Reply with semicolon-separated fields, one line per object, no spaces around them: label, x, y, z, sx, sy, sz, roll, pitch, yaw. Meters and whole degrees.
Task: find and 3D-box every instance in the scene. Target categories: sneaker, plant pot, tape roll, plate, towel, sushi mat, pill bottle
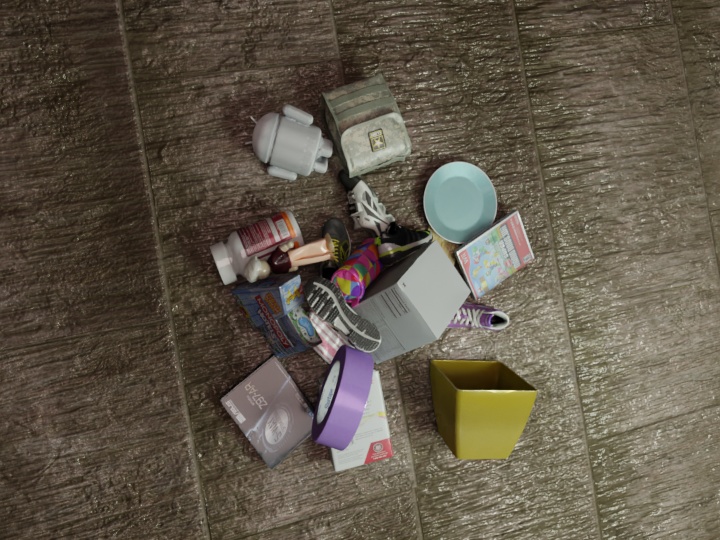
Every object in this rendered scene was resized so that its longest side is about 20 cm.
sneaker;0.265;0.109;1.341;0.195;0.114;0.075;3;89;-11
plant pot;0.275;0.331;1.305;0.194;0.200;0.182;3;99;-12
tape roll;-0.039;0.261;1.142;0.064;0.200;0.205;20;85;-10
sneaker;0.103;-0.081;1.290;0.199;0.071;0.085;-27;95;-51
plate;0.246;-0.168;1.376;0.195;0.026;0.206;0;88;-12
towel;-0.045;0.114;1.316;0.146;0.030;0.201;42;81;-7
sneaker;0.003;-0.147;1.311;0.088;0.074;0.201;-42;97;-12
sneaker;-0.060;-0.027;1.276;0.072;0.085;0.206;-1;80;2
sushi mat;0.207;-0.076;1.384;0.093;0.012;0.205;18;84;-9
pill bottle;-0.230;-0.049;1.240;0.196;0.109;0.112;-23;93;-12
sneaker;-0.044;0.099;1.152;0.074;0.080;0.200;-42;85;-16

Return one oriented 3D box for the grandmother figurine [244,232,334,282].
grandmother figurine;-0.154;-0.024;1.180;0.196;0.123;0.061;-19;55;-12

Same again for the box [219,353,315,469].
box;-0.203;0.322;1.269;0.159;0.043;0.202;-36;96;-11

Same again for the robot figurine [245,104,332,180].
robot figurine;-0.162;-0.289;1.258;0.195;0.114;0.173;15;119;-11

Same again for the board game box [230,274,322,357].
board game box;-0.175;0.093;1.201;0.061;0.198;0.203;-33;95;-38

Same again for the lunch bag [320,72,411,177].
lunch bag;0.012;-0.327;1.274;0.161;0.118;0.204;-21;74;-11

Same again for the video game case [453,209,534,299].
video game case;0.340;-0.039;1.389;0.198;0.017;0.145;-33;113;-11

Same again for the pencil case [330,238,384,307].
pencil case;0.000;0.000;1.242;0.086;0.200;0.091;10;119;18

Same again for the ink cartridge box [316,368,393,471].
ink cartridge box;-0.014;0.341;1.289;0.142;0.083;0.206;-10;91;-10

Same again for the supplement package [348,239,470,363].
supplement package;0.102;0.071;1.227;0.148;0.199;0.191;53;46;-6
